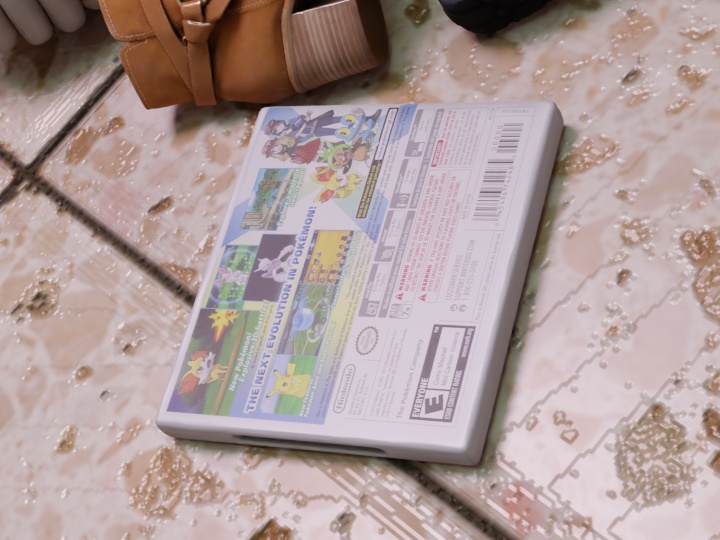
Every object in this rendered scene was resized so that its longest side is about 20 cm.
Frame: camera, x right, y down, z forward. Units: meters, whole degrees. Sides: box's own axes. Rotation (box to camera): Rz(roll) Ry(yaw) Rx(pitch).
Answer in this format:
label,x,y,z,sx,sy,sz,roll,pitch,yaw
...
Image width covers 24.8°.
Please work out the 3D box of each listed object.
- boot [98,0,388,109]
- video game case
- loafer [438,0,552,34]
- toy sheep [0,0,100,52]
label,x,y,z,sx,sy,sz,roll,pitch,yaw
boot,-0.079,-0.191,0.926,0.154,0.201,0.077,-9,22,19
video game case,0.000,0.000,0.852,0.181,0.022,0.201,2,61,29
loafer,0.127,-0.201,0.886,0.200,0.068,0.071,-25,60,16
toy sheep,-0.218,-0.205,1.033,0.199,0.138,0.138,-34,50,-1
